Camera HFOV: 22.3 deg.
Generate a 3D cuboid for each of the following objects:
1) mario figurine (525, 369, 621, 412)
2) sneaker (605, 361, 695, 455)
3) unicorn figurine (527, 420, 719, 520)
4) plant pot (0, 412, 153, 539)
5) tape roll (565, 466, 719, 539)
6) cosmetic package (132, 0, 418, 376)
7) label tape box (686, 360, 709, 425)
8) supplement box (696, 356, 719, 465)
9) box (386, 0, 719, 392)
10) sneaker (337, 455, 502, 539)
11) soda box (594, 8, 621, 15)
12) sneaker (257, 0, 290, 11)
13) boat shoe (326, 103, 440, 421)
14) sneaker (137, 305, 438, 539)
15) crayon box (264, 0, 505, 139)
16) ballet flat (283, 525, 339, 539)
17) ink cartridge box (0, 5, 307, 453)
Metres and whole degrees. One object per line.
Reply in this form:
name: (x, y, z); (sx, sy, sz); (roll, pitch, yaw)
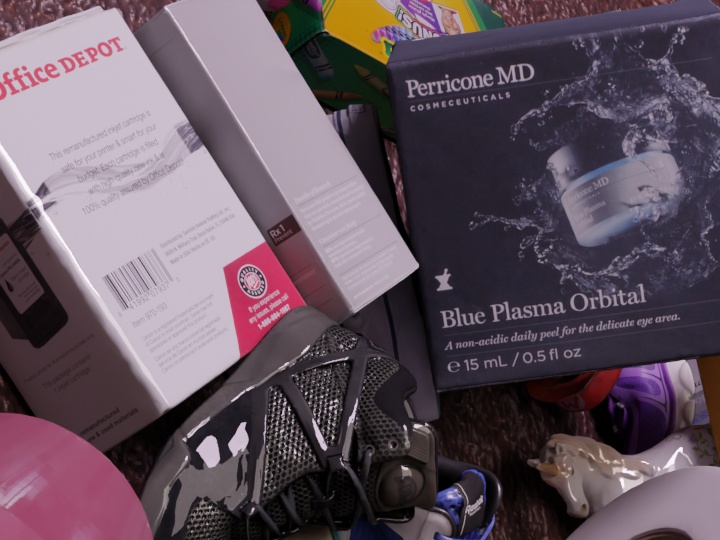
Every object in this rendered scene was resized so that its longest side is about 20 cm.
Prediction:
mario figurine: (0.116, 0.013, 1.209); (0.124, 0.106, 0.201); (-115, -177, -66)
sneaker: (0.187, 0.074, 1.303); (0.083, 0.081, 0.201); (7, 60, -9)
unicorn figurine: (0.190, 0.151, 1.200); (0.199, 0.074, 0.138); (-25, 96, -32)
plant pot: (-0.167, 0.148, 0.721); (0.200, 0.200, 0.179); (53, 21, -7)
tape roll: (0.194, 0.235, 1.062); (0.139, 0.202, 0.203); (44, 38, -17)
cosmetic package: (-0.070, -0.051, 1.042); (0.200, 0.107, 0.090); (55, 36, -1)
label tape box: (0.307, 0.136, 1.388); (0.144, 0.063, 0.201); (40, 39, -22)
supplement box: (0.272, 0.104, 1.177); (0.069, 0.066, 0.201); (-7, 85, -36)
box: (0.126, -0.047, 1.086); (0.117, 0.196, 0.201); (-70, 152, -77)
sneaker: (0.032, 0.168, 0.990); (0.080, 0.115, 0.200); (-17, 77, -53)
soda box: (0.176, -0.075, 1.280); (0.070, 0.063, 0.201); (-16, 78, -15)
sneaker: (-0.103, -0.253, 1.183); (0.088, 0.081, 0.201); (-7, 61, -50)
boat shoe: (0.000, 0.000, 1.124); (0.074, 0.066, 0.201); (-59, 136, -82)
sneaker: (-0.034, 0.107, 0.906); (0.114, 0.076, 0.199); (23, 48, 23)
crayon box: (0.022, -0.159, 1.271); (0.199, 0.058, 0.119); (24, 47, -39)
ballet flat: (-0.031, 0.191, 0.950); (0.069, 0.069, 0.201); (-5, 69, -51)
ink cartridge box: (-0.140, -0.022, 0.953); (0.200, 0.083, 0.145); (57, 36, -1)
